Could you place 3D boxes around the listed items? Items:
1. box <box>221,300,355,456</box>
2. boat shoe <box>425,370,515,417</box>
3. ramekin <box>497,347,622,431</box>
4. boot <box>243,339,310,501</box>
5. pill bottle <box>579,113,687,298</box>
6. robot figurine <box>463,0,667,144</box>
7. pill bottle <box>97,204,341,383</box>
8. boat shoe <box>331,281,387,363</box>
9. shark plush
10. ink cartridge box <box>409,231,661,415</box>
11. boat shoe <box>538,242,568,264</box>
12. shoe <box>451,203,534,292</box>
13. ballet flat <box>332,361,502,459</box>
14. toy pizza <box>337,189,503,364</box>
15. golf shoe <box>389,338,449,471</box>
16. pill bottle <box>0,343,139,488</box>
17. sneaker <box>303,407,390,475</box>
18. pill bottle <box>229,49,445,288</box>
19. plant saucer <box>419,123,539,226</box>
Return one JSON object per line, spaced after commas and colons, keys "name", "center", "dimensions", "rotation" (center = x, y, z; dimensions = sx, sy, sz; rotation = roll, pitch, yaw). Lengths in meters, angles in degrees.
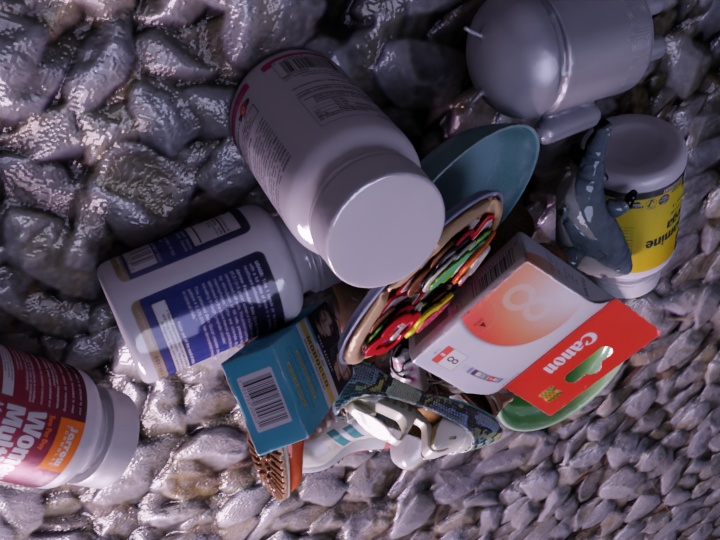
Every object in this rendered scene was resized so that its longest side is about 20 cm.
{"name": "box", "center": [-0.058, 0.089, 0.811], "dimensions": [0.049, 0.083, 0.200], "rotation": [-21, -175, 13]}
{"name": "boat shoe", "center": [0.103, 0.097, 0.956], "dimensions": [0.200, 0.075, 0.072], "rotation": [37, 72, -34]}
{"name": "ramekin", "center": [0.228, 0.094, 1.123], "dimensions": [0.198, 0.098, 0.201], "rotation": [-19, 136, -19]}
{"name": "boot", "center": [-0.063, 0.148, 0.966], "dimensions": [0.106, 0.075, 0.202], "rotation": [-13, 116, -36]}
{"name": "pill bottle", "center": [0.300, -0.065, 1.018], "dimensions": [0.112, 0.113, 0.201], "rotation": [-27, 138, -11]}
{"name": "robot figurine", "center": [0.177, -0.202, 0.806], "dimensions": [0.198, 0.113, 0.171], "rotation": [-19, 109, -20]}
{"name": "pill bottle", "center": [-0.118, 0.010, 0.797], "dimensions": [0.198, 0.111, 0.112], "rotation": [-23, 137, -15]}
{"name": "boat shoe", "center": [0.000, 0.000, 0.905], "dimensions": [0.069, 0.071, 0.201], "rotation": [0, 131, -4]}
{"name": "shark plush", "center": [0.242, -0.073, 0.927], "dimensions": [0.082, 0.091, 0.202], "rotation": [2, 124, 12]}
{"name": "ink cartridge box", "center": [0.170, 0.073, 0.876], "dimensions": [0.199, 0.050, 0.162], "rotation": [33, 123, -21]}
{"name": "boat shoe", "center": [0.166, 0.017, 0.941], "dimensions": [0.071, 0.069, 0.201], "rotation": [16, 150, -1]}
{"name": "shoe", "center": [0.107, -0.012, 0.947], "dimensions": [0.199, 0.070, 0.053], "rotation": [-27, 175, -38]}
{"name": "ballet flat", "center": [0.056, 0.159, 0.943], "dimensions": [0.198, 0.074, 0.075], "rotation": [22, 118, -10]}
{"name": "toy pizza", "center": [0.059, 0.014, 0.779], "dimensions": [0.200, 0.032, 0.201], "rotation": [-42, 165, -14]}
{"name": "golf shoe", "center": [0.059, 0.121, 1.014], "dimensions": [0.092, 0.072, 0.202], "rotation": [18, 82, -40]}
{"name": "pill bottle", "center": [-0.296, 0.126, 0.782], "dimensions": [0.110, 0.110, 0.199], "rotation": [-48, 138, 13]}
{"name": "sneaker", "center": [-0.019, 0.169, 1.058], "dimensions": [0.198, 0.070, 0.094], "rotation": [-9, 114, -26]}
{"name": "pill bottle", "center": [-0.021, -0.082, 0.706], "dimensions": [0.112, 0.200, 0.114], "rotation": [-15, 130, -18]}
{"name": "plant saucer", "center": [0.078, -0.058, 0.812], "dimensions": [0.199, 0.036, 0.201], "rotation": [-37, 156, -19]}
